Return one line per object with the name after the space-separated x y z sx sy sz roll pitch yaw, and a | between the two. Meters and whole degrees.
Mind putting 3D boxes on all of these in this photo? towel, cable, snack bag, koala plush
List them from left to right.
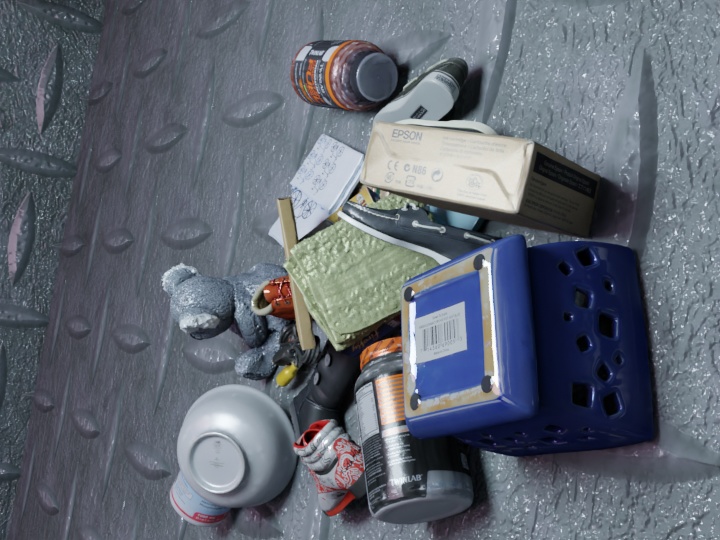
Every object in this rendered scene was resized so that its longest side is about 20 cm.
-0.227 0.060 1.455 0.184 0.200 0.177 -61 35 25 | koala plush
-0.088 0.121 1.344 0.200 0.050 0.097 -31 39 59 | cable
-0.076 -0.115 1.391 0.200 0.021 0.189 -58 30 5 | snack bag
0.016 -0.006 1.103 0.200 0.036 0.149 -31 83 1 | towel

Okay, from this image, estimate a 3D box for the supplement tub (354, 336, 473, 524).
0.059 0.188 1.035 0.122 0.122 0.200 -41 47 44 | supplement tub

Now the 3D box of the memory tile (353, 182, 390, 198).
0.025 -0.059 1.272 0.200 0.017 0.153 45 117 53 | memory tile

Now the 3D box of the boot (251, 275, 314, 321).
-0.086 0.033 1.328 0.200 0.107 0.075 -29 61 49 | boot

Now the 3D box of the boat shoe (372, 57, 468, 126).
0.085 -0.226 1.196 0.064 0.071 0.200 -55 13 -26 | boat shoe

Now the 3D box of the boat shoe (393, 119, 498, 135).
0.087 -0.151 1.120 0.200 0.072 0.068 10 69 48 | boat shoe

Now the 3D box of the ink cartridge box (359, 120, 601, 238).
0.128 -0.097 0.928 0.200 0.165 0.075 15 93 38 | ink cartridge box

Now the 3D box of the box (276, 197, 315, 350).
-0.090 -0.002 1.208 0.163 0.021 0.200 -142 42 -82 | box

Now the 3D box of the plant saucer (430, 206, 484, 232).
0.105 -0.103 1.148 0.070 0.019 0.200 -59 38 14 | plant saucer

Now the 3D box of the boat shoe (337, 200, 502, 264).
0.072 -0.049 1.047 0.076 0.200 0.060 -99 31 -81 | boat shoe

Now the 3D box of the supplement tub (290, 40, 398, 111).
-0.023 -0.300 1.342 0.200 0.107 0.107 23 99 58 | supplement tub

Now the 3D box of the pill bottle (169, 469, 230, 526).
-0.237 0.327 1.469 0.200 0.109 0.109 -60 36 26 | pill bottle

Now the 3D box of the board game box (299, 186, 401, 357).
0.000 0.000 1.200 0.135 0.035 0.200 -36 53 19 | board game box

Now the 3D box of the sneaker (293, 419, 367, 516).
-0.041 0.255 1.145 0.067 0.108 0.201 -44 -5 -27 | sneaker

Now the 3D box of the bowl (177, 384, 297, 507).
-0.204 0.283 1.344 0.090 0.201 0.201 -25 -45 -73 | bowl

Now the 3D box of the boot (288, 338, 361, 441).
-0.025 0.167 1.239 0.200 0.066 0.165 -59 38 21 | boot

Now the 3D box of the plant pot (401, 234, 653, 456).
0.151 0.077 0.874 0.200 0.180 0.200 -25 60 52 | plant pot
